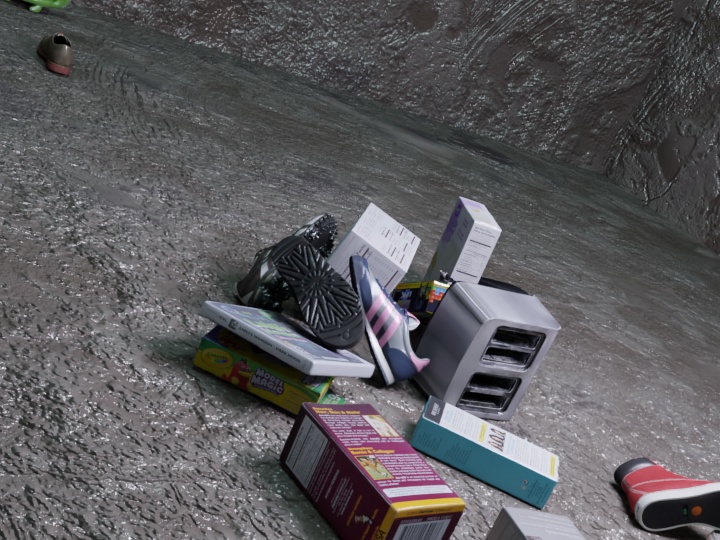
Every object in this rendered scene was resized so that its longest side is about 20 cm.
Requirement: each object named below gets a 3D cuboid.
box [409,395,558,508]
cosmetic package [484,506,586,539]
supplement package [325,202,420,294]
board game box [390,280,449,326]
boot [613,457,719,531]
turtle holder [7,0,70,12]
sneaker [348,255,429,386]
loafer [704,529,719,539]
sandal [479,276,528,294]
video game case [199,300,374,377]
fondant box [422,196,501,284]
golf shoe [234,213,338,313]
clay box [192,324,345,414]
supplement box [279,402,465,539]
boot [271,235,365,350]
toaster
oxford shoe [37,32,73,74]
[{"bbox_3d":[0.171,0.248,1.488,0.200,0.049,0.082,25,18,4],"label":"box"},{"bbox_3d":[0.222,0.357,1.192,0.107,0.090,0.200,16,16,-30],"label":"cosmetic package"},{"bbox_3d":[0.000,0.000,1.772,0.111,0.156,0.200,37,18,-2],"label":"supplement package"},{"bbox_3d":[0.147,0.068,1.820,0.165,0.057,0.200,19,-9,-18],"label":"board game box"},{"bbox_3d":[0.480,0.314,1.586,0.199,0.073,0.144,-1,19,-5],"label":"boot"},{"bbox_3d":[-0.866,-0.768,2.906,0.185,0.132,0.141,26,18,9],"label":"turtle holder"},{"bbox_3d":[0.041,0.066,1.617,0.082,0.200,0.070,-18,1,-5],"label":"sneaker"},{"bbox_3d":[0.562,0.413,1.482,0.072,0.063,0.200,5,26,-41],"label":"loafer"},{"bbox_3d":[0.248,0.039,2.188,0.200,0.045,0.075,16,8,26],"label":"sandal"},{"bbox_3d":[-0.094,0.094,1.463,0.182,0.023,0.200,26,5,24],"label":"video game case"},{"bbox_3d":[0.180,-0.018,1.996,0.058,0.200,0.144,19,18,-14],"label":"fondant box"},{"bbox_3d":[-0.119,-0.023,1.695,0.094,0.200,0.078,25,-26,38],"label":"golf shoe"},{"bbox_3d":[-0.112,0.134,1.459,0.200,0.048,0.115,24,16,4],"label":"clay box"},{"bbox_3d":[0.009,0.242,1.249,0.110,0.086,0.200,7,25,-41],"label":"supplement box"},{"bbox_3d":[-0.044,0.057,1.573,0.211,0.079,0.158,57,-5,34],"label":"boot"},{"bbox_3d":[0.183,0.118,1.653,0.200,0.181,0.119,12,23,-33],"label":"toaster"},{"bbox_3d":[-0.693,-0.514,2.501,0.070,0.075,0.200,10,22,-33],"label":"oxford shoe"}]
